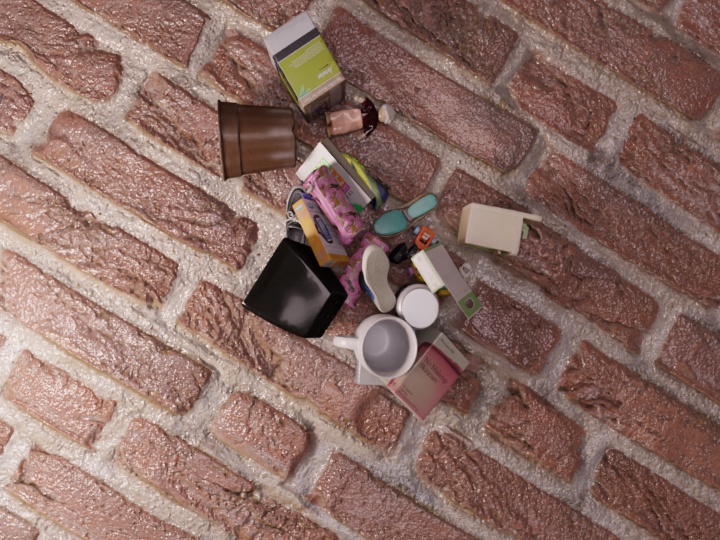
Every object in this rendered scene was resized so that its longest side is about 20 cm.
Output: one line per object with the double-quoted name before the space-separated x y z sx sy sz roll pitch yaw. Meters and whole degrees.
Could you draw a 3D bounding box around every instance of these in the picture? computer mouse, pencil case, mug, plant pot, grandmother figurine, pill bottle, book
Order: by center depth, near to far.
"mug" 0.028 0.183 1.638 0.193 0.175 0.153 4 90 -13
"plant pot" -0.148 0.062 1.644 0.176 0.199 0.202 36 95 18
"pencil case" -0.069 -0.167 1.669 0.086 0.082 0.203 -38 101 -20
"pill bottle" 0.145 0.091 1.683 0.110 0.200 0.118 0 90 -2
"computer mouse" 0.117 -0.041 1.685 0.034 0.200 0.059 41 83 -9
"plant pot" -0.267 -0.343 1.686 0.191 0.200 0.208 -5 90 -9
"book" -0.068 -0.228 1.731 0.201 0.048 0.133 48 125 0
"pencil case" 0.000 0.000 1.737 0.085 0.083 0.203 33 89 -20
"grandmother figurine" 0.002 -0.413 1.750 0.193 0.061 0.124 -10 131 -7

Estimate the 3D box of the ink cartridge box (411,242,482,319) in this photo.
"ink cartridge box" 0.220 0.032 1.636 0.047 0.145 0.203 -34 84 26

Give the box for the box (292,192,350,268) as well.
"box" -0.106 -0.105 1.687 0.041 0.118 0.204 -32 75 20

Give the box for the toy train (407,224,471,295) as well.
"toy train" 0.209 -0.026 1.743 0.198 0.056 0.152 37 75 -3

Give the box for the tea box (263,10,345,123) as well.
"tea box" -0.139 -0.516 1.676 0.131 0.200 0.200 -31 92 -1

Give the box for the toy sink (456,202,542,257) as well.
"toy sink" 0.367 -0.100 1.725 0.193 0.130 0.116 10 90 -2

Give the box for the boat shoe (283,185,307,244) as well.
"boat shoe" -0.173 -0.127 1.741 0.071 0.068 0.207 9 90 -2

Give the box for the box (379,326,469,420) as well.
"box" 0.168 0.264 1.706 0.128 0.109 0.201 43 83 -19

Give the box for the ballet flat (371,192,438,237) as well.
"ballet flat" 0.120 -0.145 1.749 0.195 0.065 0.072 -24 90 -4

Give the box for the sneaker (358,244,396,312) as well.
"sneaker" 0.029 0.002 1.637 0.075 0.111 0.203 -30 131 -11

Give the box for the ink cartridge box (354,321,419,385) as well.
"ink cartridge box" 0.084 0.228 1.769 0.193 0.047 0.166 4 89 -17

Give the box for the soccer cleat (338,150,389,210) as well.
"soccer cleat" -0.013 -0.242 1.744 0.198 0.065 0.085 38 80 -3
